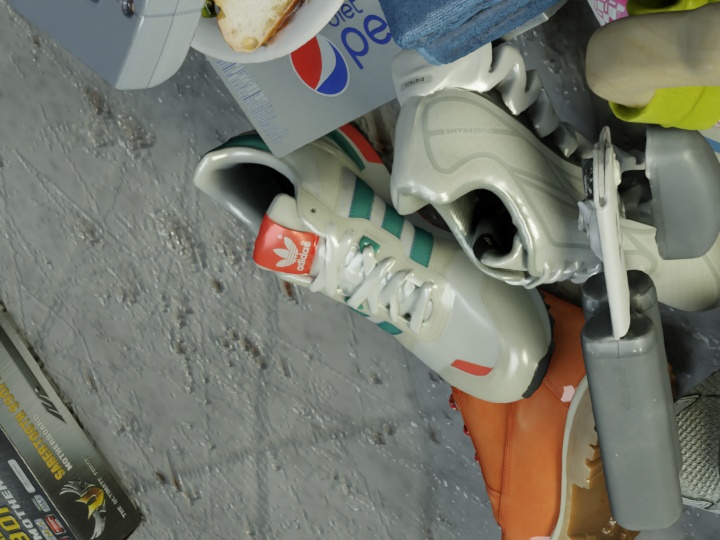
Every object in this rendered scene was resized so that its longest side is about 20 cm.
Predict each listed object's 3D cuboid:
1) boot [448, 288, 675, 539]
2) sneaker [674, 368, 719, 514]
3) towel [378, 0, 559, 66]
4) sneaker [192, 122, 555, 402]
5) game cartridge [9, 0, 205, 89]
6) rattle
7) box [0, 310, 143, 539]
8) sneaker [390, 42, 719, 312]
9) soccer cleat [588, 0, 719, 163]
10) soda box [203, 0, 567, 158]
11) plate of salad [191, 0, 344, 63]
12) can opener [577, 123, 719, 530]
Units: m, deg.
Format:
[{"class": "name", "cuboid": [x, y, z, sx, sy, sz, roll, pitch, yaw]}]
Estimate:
[{"class": "boot", "cuboid": [0.087, 0.089, 1.374, 0.107, 0.075, 0.201, 36, 139, 27]}, {"class": "sneaker", "cuboid": [0.190, 0.060, 1.218, 0.200, 0.082, 0.078, -27, 70, 51]}, {"class": "towel", "cuboid": [0.039, -0.186, 1.098, 0.111, 0.048, 0.201, -28, 62, 27]}, {"class": "sneaker", "cuboid": [0.000, -0.001, 1.307, 0.200, 0.093, 0.071, 44, 127, 31]}, {"class": "game cartridge", "cuboid": [-0.104, -0.188, 1.214, 0.133, 0.041, 0.201, 42, 130, 45]}, {"class": "rattle", "cuboid": [0.158, -0.119, 1.026, 0.130, 0.144, 0.200, 19, 174, -2]}, {"class": "box", "cuboid": [-0.240, 0.094, 1.682, 0.158, 0.048, 0.201, -16, 111, 47]}, {"class": "sneaker", "cuboid": [0.086, -0.022, 1.217, 0.199, 0.081, 0.075, 30, 147, -31]}, {"class": "soccer cleat", "cuboid": [0.158, -0.054, 1.170, 0.200, 0.070, 0.086, 41, 129, 5]}, {"class": "soda box", "cuboid": [0.020, -0.120, 1.246, 0.200, 0.068, 0.064, -24, 106, 50]}, {"class": "plate of salad", "cuboid": [-0.064, -0.190, 1.230, 0.199, 0.048, 0.201, 13, 108, 47]}, {"class": "can opener", "cuboid": [0.126, 0.025, 1.180, 0.066, 0.053, 0.201, -5, 130, 10]}]
